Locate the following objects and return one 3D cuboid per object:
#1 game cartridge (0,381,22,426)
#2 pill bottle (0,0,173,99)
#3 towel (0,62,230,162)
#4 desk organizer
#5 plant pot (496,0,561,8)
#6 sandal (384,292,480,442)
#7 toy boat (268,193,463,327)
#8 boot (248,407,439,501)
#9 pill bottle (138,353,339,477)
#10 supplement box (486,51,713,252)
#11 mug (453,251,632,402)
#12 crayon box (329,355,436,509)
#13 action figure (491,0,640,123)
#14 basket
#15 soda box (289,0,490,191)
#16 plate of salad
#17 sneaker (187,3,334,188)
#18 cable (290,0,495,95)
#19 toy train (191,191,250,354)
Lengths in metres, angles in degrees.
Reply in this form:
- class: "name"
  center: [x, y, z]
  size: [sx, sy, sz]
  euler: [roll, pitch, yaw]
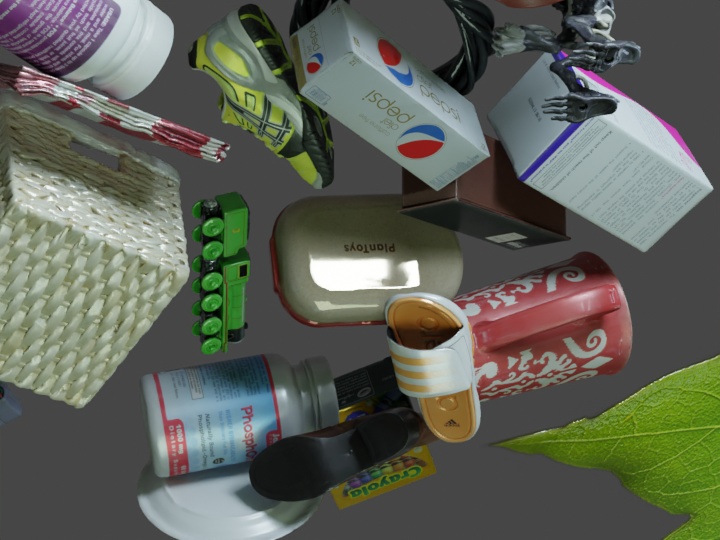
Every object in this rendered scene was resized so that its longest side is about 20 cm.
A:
- class: "game cartridge"
  center: [-0.443, 0.113, 1.510]
  size: [0.129, 0.039, 0.200]
  euler: [-26, 135, 11]
- class: "pill bottle"
  center: [-0.248, -0.220, 1.209]
  size: [0.112, 0.113, 0.200]
  euler: [-41, 131, 19]
- class: "towel"
  center: [-0.225, -0.134, 1.289]
  size: [0.199, 0.144, 0.023]
  euler: [19, 90, -33]
- class: "desk organizer"
  center: [0.124, -0.080, 1.497]
  size: [0.071, 0.078, 0.199]
  euler: [-10, 164, 38]
- class: "plant pot"
  center: [0.120, -0.324, 1.199]
  size: [0.200, 0.201, 0.195]
  euler: [-28, 142, 8]
- class: "sandal"
  center: [0.076, 0.108, 1.471]
  size: [0.079, 0.059, 0.207]
  euler: [-5, 130, 18]
- class: "toy boat"
  center: [0.000, 0.000, 1.520]
  size: [0.199, 0.131, 0.131]
  euler: [-1, 163, -18]
- class: "boot"
  center: [-0.006, 0.185, 1.605]
  size: [0.188, 0.069, 0.200]
  euler: [-29, 171, 13]
- class: "pill bottle"
  center: [-0.128, 0.147, 1.600]
  size: [0.199, 0.109, 0.109]
  euler: [-10, 134, -11]
- class: "supplement box"
  center: [0.235, -0.116, 1.488]
  size: [0.199, 0.101, 0.103]
  euler: [25, 120, -35]
- class: "mug"
  center: [0.167, 0.053, 1.574]
  size: [0.199, 0.134, 0.178]
  euler: [-14, 142, -20]
- class: "crayon box"
  center: [0.010, 0.197, 1.738]
  size: [0.125, 0.052, 0.200]
  euler: [-21, 136, 1]
- class: "action figure"
  center: [0.177, -0.221, 1.310]
  size: [0.101, 0.201, 0.119]
  euler: [12, 129, -13]
- class: "basket"
  center: [-0.280, -0.016, 1.358]
  size: [0.198, 0.161, 0.200]
  euler: [25, 118, -35]
- class: "soda box"
  center: [0.027, -0.150, 1.327]
  size: [0.064, 0.068, 0.200]
  euler: [-32, 139, 24]
- class: "plate of salad"
  center: [-0.137, 0.235, 1.614]
  size: [0.199, 0.200, 0.048]
  euler: [-7, 121, -13]
- class: "sneaker"
  center: [-0.084, -0.151, 1.372]
  size: [0.076, 0.076, 0.200]
  euler: [-20, 128, 15]
- class: "cable"
  center: [0.033, -0.208, 1.355]
  size: [0.163, 0.051, 0.200]
  euler: [-33, 135, 12]
- class: "toy train"
  center: [-0.138, 0.005, 1.514]
  size: [0.056, 0.042, 0.201]
  euler: [-15, 136, -21]
